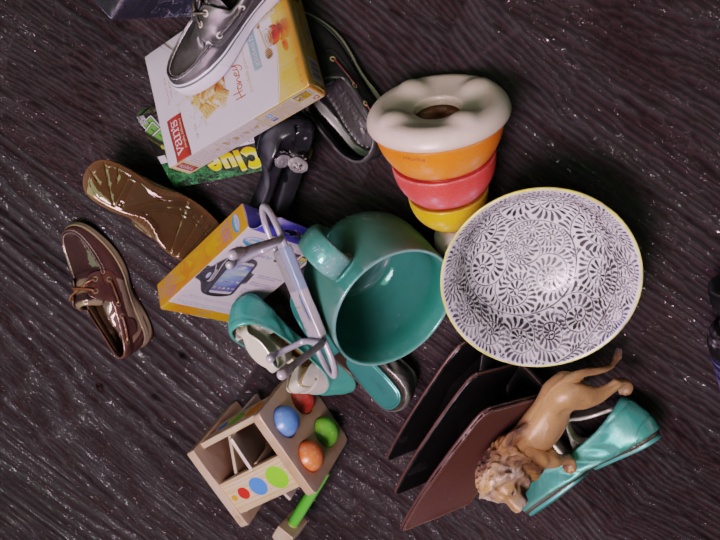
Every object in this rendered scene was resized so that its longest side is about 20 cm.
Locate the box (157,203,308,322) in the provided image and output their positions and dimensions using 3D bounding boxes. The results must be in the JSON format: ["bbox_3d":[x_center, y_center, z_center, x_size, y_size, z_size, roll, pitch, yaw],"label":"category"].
[{"bbox_3d":[-0.143,-0.009,0.857,0.200,0.118,0.042,-39,55,27],"label":"box"}]

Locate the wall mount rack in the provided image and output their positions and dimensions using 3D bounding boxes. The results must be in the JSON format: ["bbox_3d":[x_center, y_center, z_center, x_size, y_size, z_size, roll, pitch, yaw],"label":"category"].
[{"bbox_3d":[-0.085,0.033,0.712,0.074,0.174,0.202,-24,92,-15],"label":"wall mount rack"}]

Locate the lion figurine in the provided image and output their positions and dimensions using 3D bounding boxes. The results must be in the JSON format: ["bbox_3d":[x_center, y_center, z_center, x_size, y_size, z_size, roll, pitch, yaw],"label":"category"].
[{"bbox_3d":[0.201,0.162,0.748,0.072,0.122,0.202,36,105,51],"label":"lion figurine"}]

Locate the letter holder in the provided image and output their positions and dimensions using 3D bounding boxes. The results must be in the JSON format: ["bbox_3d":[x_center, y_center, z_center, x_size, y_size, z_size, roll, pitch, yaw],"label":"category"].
[{"bbox_3d":[0.102,0.188,0.812,0.101,0.141,0.201,47,124,32],"label":"letter holder"}]

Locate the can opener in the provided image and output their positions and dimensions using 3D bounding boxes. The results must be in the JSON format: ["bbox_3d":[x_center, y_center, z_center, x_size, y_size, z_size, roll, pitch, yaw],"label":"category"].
[{"bbox_3d":[-0.097,-0.103,0.818,0.063,0.079,0.201,0,139,-18],"label":"can opener"}]

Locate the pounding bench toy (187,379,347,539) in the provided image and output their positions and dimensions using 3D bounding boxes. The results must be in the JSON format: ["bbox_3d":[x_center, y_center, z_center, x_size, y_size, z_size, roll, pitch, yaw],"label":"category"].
[{"bbox_3d":[-0.094,0.261,0.941,0.155,0.124,0.201,-30,98,27],"label":"pounding bench toy"}]

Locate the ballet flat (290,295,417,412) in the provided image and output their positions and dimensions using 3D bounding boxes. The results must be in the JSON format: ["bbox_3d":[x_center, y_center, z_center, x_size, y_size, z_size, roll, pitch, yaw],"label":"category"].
[{"bbox_3d":[-0.008,0.090,0.876,0.200,0.064,0.067,46,122,4],"label":"ballet flat"}]

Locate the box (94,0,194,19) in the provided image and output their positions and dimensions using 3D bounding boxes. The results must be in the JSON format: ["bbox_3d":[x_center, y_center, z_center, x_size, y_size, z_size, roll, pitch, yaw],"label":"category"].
[{"bbox_3d":[-0.166,-0.357,0.674,0.118,0.200,0.196,48,119,-1],"label":"box"}]

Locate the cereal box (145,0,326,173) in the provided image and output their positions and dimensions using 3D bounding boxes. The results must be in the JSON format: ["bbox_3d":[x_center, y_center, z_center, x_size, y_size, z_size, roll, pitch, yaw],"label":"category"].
[{"bbox_3d":[-0.140,-0.211,0.756,0.198,0.039,0.146,-23,74,25],"label":"cereal box"}]

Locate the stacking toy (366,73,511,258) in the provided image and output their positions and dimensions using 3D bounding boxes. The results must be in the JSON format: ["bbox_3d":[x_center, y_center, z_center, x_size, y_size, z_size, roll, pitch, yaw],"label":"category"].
[{"bbox_3d":[0.089,-0.093,0.748,0.144,0.147,0.202,4,130,19],"label":"stacking toy"}]

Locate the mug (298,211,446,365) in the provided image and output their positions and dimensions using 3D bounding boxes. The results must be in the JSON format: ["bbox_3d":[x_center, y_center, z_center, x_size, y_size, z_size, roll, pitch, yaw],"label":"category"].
[{"bbox_3d":[0.010,0.000,0.775,0.151,0.115,0.187,-24,132,-15],"label":"mug"}]

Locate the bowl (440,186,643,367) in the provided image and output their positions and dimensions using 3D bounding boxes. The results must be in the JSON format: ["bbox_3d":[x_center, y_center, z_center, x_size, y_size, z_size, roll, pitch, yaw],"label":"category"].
[{"bbox_3d":[0.184,-0.008,0.736,0.198,0.094,0.203,4,118,7],"label":"bowl"}]

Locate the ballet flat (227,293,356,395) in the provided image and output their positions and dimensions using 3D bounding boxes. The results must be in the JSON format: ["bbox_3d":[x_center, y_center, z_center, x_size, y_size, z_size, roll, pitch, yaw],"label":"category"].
[{"bbox_3d":[-0.091,0.114,0.885,0.200,0.071,0.067,42,128,-18],"label":"ballet flat"}]

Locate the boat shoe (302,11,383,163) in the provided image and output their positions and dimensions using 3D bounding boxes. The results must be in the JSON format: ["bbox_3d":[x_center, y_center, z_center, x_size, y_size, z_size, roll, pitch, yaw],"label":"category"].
[{"bbox_3d":[-0.039,-0.205,0.765,0.074,0.063,0.202,-39,88,35],"label":"boat shoe"}]

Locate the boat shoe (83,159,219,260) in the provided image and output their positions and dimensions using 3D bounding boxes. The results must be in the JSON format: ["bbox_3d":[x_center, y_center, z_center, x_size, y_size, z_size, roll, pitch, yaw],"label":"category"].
[{"bbox_3d":[-0.254,-0.073,0.895,0.199,0.072,0.073,31,91,-15],"label":"boat shoe"}]

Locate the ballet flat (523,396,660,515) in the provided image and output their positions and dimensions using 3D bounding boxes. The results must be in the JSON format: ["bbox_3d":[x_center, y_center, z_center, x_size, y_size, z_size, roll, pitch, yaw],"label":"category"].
[{"bbox_3d":[0.254,0.212,0.825,0.200,0.067,0.071,-46,67,30],"label":"ballet flat"}]

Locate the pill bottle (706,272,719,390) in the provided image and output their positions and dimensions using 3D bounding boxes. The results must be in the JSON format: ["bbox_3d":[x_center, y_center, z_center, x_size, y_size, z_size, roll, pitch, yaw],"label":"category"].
[{"bbox_3d":[0.411,0.098,0.693,0.111,0.112,0.202,-15,105,25],"label":"pill bottle"}]

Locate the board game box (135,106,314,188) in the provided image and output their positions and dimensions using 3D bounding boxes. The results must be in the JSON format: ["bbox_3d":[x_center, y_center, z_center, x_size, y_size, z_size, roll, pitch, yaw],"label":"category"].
[{"bbox_3d":[-0.163,-0.163,0.839,0.198,0.024,0.105,-8,127,23],"label":"board game box"}]

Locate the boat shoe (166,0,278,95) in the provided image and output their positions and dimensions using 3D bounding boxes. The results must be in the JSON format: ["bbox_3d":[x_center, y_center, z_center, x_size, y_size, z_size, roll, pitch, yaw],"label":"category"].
[{"bbox_3d":[-0.138,-0.265,0.705,0.200,0.056,0.069,-44,63,17],"label":"boat shoe"}]

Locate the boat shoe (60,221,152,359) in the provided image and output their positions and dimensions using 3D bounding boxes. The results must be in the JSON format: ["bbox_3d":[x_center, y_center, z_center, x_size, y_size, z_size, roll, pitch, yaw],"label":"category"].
[{"bbox_3d":[-0.366,0.031,0.979,0.071,0.072,0.202,-17,104,25],"label":"boat shoe"}]
